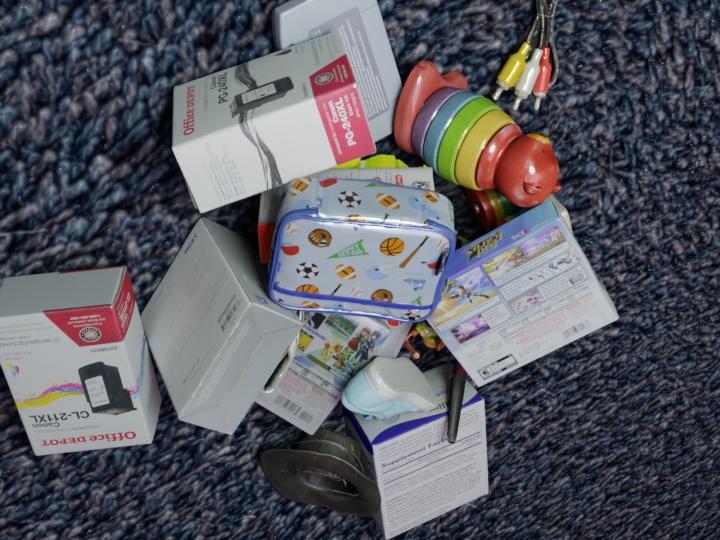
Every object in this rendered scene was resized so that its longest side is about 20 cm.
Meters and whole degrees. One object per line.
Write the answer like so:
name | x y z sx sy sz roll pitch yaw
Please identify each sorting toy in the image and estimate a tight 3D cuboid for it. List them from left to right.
sorting toy | 0.209 -0.033 1.225 0.069 0.199 0.202 -25 128 -4

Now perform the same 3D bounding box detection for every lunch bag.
lunch bag | 0.003 -0.014 0.986 0.196 0.076 0.162 8 133 -8

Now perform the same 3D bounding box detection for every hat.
hat | -0.049 0.272 1.336 0.197 0.082 0.202 12 146 8

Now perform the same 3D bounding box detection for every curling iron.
curling iron | 0.133 0.143 1.325 0.049 0.025 0.203 26 63 -43

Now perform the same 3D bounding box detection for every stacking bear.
stacking bear | 0.145 -0.146 1.098 0.121 0.199 0.115 0 121 -56

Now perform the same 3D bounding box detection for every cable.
cable | 0.231 -0.298 1.168 0.096 0.050 0.203 5 116 -29

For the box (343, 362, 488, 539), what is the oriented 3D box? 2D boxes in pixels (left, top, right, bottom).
box | 0.086 0.267 1.397 0.181 0.105 0.203 -19 126 -17

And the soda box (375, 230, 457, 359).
soda box | 0.049 0.014 1.247 0.063 0.068 0.202 13 112 -32

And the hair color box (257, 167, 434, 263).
hair color box | -0.014 -0.063 1.058 0.196 0.102 0.062 -1 133 0

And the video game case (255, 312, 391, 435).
video game case | -0.090 0.094 1.206 0.199 0.022 0.183 33 104 -18

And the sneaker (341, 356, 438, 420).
sneaker | 0.035 0.164 1.256 0.081 0.075 0.199 -34 152 17

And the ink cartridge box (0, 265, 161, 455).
ink cartridge box | -0.319 0.106 1.067 0.143 0.083 0.203 -6 123 0

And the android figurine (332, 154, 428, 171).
android figurine | -0.002 -0.073 1.143 0.197 0.041 0.183 -19 129 12

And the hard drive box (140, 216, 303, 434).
hard drive box | -0.166 0.058 1.074 0.076 0.200 0.157 24 107 -37

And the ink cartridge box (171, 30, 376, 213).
ink cartridge box | -0.096 -0.159 0.986 0.197 0.146 0.084 -18 127 2

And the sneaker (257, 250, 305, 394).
sneaker | -0.098 0.056 1.133 0.073 0.089 0.203 5 109 -8

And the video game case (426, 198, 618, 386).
video game case | 0.183 0.032 1.127 0.198 0.046 0.182 -28 126 16

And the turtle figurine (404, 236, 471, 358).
turtle figurine | 0.119 0.044 1.240 0.064 0.200 0.163 27 104 7

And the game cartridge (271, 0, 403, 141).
game cartridge | -0.025 -0.231 1.082 0.132 0.040 0.202 -31 128 -13
